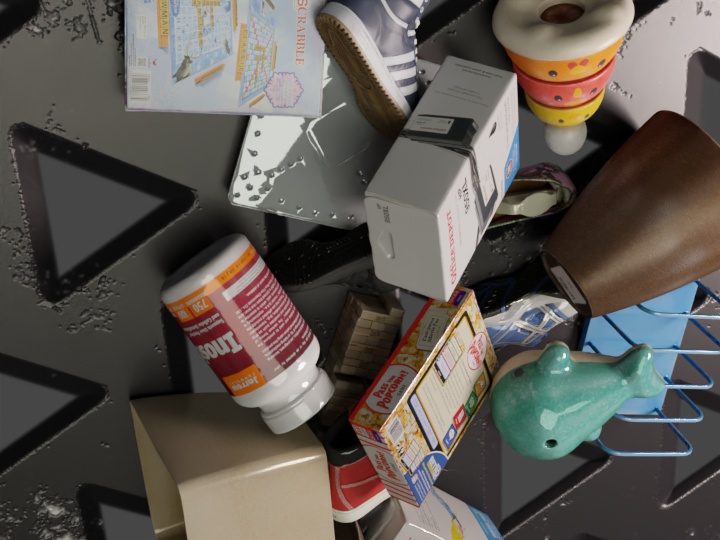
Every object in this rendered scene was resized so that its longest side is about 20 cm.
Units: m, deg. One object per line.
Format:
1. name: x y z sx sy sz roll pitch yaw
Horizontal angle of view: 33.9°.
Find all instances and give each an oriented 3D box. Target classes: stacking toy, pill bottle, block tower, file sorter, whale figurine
1. stacking toy: 0.222 -0.206 1.270 0.145 0.147 0.201 -21 135 -6
2. pill bottle: -0.116 0.070 1.263 0.112 0.113 0.201 -34 103 1
3. block tower: -0.010 0.120 1.376 0.057 0.054 0.202 12 110 -22
4. file sorter: 0.354 0.112 1.441 0.137 0.123 0.202 3 113 -18
5. whale figurine: 0.246 0.150 1.344 0.198 0.104 0.160 -16 127 15

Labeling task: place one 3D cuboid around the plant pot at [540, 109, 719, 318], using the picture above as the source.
1. plant pot: 0.305 -0.042 1.305 0.199 0.187 0.188 -36 119 -5

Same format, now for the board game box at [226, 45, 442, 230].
1. board game box: -0.025 -0.148 1.263 0.198 0.026 0.202 12 110 -20

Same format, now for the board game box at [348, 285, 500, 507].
1. board game box: 0.078 0.138 1.315 0.201 0.046 0.152 -54 141 -27

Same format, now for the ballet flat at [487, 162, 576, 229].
1. ballet flat: 0.150 -0.075 1.323 0.198 0.071 0.070 -13 111 -10

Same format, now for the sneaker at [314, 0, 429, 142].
1. sneaker: 0.036 -0.220 1.194 0.109 0.070 0.200 -53 139 -17

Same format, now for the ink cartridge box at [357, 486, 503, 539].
1. ink cartridge box: 0.068 0.357 1.456 0.199 0.145 0.148 31 103 -26

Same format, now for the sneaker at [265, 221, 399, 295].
1. sneaker: -0.001 -0.003 1.311 0.198 0.061 0.104 -18 149 17

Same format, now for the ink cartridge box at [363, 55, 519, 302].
1. ink cartridge box: 0.088 -0.093 1.205 0.201 0.084 0.145 -59 155 -29

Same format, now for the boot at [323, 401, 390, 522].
1. boot: 0.036 0.185 1.363 0.199 0.072 0.145 -33 140 -34

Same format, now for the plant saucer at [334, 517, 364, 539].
1. plant saucer: -0.055 0.367 1.396 0.034 0.200 0.201 28 104 -32

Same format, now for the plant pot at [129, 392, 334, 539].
1. plant pot: -0.136 0.249 1.328 0.175 0.200 0.202 -15 118 -20

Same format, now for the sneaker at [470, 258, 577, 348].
1. sneaker: 0.211 0.040 1.399 0.198 0.076 0.078 -16 125 3

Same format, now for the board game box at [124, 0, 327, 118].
1. board game box: -0.131 -0.254 1.155 0.197 0.041 0.202 2 111 -8
